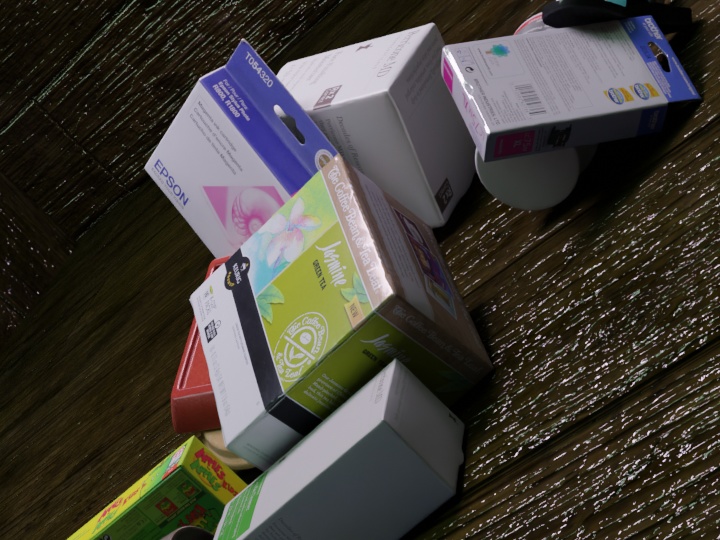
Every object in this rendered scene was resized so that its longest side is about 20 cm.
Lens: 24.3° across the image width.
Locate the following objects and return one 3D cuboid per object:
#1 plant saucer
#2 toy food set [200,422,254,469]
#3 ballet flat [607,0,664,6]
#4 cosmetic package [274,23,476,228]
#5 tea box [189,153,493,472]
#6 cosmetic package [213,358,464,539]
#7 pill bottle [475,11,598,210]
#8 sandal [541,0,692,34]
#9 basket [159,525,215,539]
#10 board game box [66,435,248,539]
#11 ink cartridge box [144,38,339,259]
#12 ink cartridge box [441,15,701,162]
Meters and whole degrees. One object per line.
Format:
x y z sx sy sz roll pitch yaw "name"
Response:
-0.104 0.053 1.634 0.199 0.037 0.202 -13 53 42 "plant saucer"
-0.085 0.106 1.644 0.197 0.049 0.202 -7 57 46 "toy food set"
0.236 -0.235 1.727 0.200 0.071 0.071 -40 15 30 "ballet flat"
0.002 -0.138 1.792 0.198 0.166 0.165 -12 27 29 "cosmetic package"
-0.022 0.051 1.407 0.196 0.133 0.201 -42 37 16 "tea box"
-0.019 0.175 1.280 0.200 0.085 0.108 -43 11 19 "cosmetic package"
0.173 -0.150 1.550 0.114 0.114 0.201 -37 17 34 "pill bottle"
0.232 -0.246 1.541 0.075 0.049 0.199 -7 -2 42 "sandal"
-0.184 0.304 1.328 0.199 0.136 0.181 -37 11 21 "basket"
-0.187 0.249 1.541 0.200 0.102 0.048 -39 15 27 "board game box"
-0.117 -0.099 1.723 0.043 0.197 0.200 -26 -18 -45 "ink cartridge box"
0.181 -0.159 1.446 0.197 0.042 0.120 -12 49 -12 "ink cartridge box"
